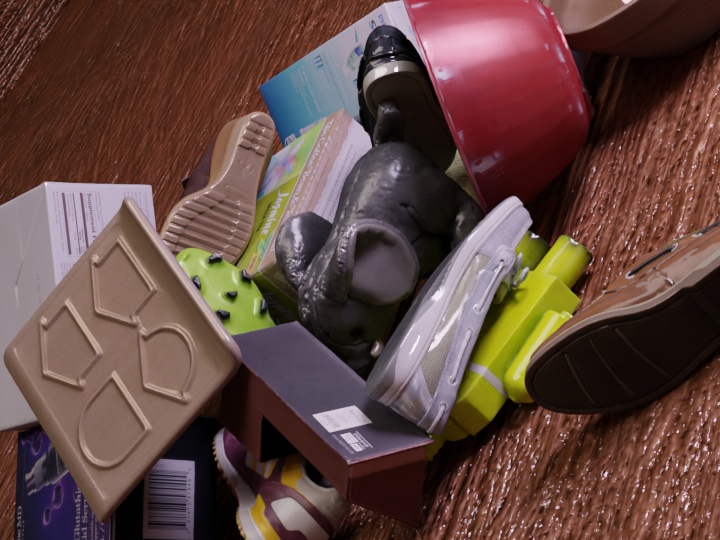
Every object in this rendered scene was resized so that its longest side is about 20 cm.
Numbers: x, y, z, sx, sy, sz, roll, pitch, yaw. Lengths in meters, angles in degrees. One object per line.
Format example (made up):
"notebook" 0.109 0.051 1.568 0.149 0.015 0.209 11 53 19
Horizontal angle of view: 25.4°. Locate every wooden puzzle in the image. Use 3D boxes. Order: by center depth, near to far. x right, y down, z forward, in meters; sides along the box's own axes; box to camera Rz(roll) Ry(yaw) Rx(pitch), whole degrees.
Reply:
"wooden puzzle" -0.188 0.072 1.280 0.200 0.046 0.185 -51 58 20

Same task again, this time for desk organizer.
"desk organizer" -0.032 0.119 1.194 0.200 0.072 0.077 38 131 50

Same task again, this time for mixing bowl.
"mixing bowl" 0.117 -0.145 1.269 0.108 0.200 0.200 -21 27 6

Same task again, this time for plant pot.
"plant pot" 0.255 -0.244 1.322 0.201 0.093 0.201 -41 24 23

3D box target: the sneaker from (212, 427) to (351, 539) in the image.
"sneaker" -0.058 0.166 1.294 0.090 0.075 0.200 -37 28 3

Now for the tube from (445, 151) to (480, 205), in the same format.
"tube" 0.100 -0.086 1.424 0.058 0.052 0.200 73 -144 -63

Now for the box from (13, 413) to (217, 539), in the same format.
"box" -0.217 0.206 1.395 0.200 0.104 0.148 -19 68 52

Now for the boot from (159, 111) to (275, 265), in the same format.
"boot" -0.141 -0.043 1.450 0.200 0.072 0.166 -63 10 -22

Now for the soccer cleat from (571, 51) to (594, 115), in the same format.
"soccer cleat" 0.169 -0.180 1.399 0.067 0.076 0.200 -26 31 43

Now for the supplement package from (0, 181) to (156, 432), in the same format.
"supplement package" -0.262 0.036 1.444 0.156 0.111 0.201 -18 77 50

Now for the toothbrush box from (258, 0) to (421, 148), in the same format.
"toothbrush box" 0.020 -0.198 1.610 0.146 0.085 0.200 -19 -4 -46

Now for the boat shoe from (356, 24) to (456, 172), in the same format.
"boat shoe" 0.034 -0.140 1.360 0.074 0.199 0.066 -17 64 8

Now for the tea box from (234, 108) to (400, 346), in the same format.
"tea box" -0.057 -0.006 1.461 0.197 0.134 0.200 -29 29 43

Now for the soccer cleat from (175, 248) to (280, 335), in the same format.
"soccer cleat" -0.090 0.065 1.334 0.081 0.200 0.068 -37 13 46

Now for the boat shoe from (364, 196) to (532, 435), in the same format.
"boat shoe" 0.076 0.029 1.171 0.202 0.065 0.074 -55 4 -34

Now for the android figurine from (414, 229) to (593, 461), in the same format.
"android figurine" 0.093 0.057 1.211 0.200 0.041 0.182 -54 23 -11

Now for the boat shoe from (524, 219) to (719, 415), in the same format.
"boat shoe" 0.197 0.027 1.042 0.200 0.072 0.068 -29 24 21

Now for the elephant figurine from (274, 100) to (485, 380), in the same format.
"elephant figurine" 0.000 0.000 1.282 0.200 0.155 0.142 -41 -14 -27
